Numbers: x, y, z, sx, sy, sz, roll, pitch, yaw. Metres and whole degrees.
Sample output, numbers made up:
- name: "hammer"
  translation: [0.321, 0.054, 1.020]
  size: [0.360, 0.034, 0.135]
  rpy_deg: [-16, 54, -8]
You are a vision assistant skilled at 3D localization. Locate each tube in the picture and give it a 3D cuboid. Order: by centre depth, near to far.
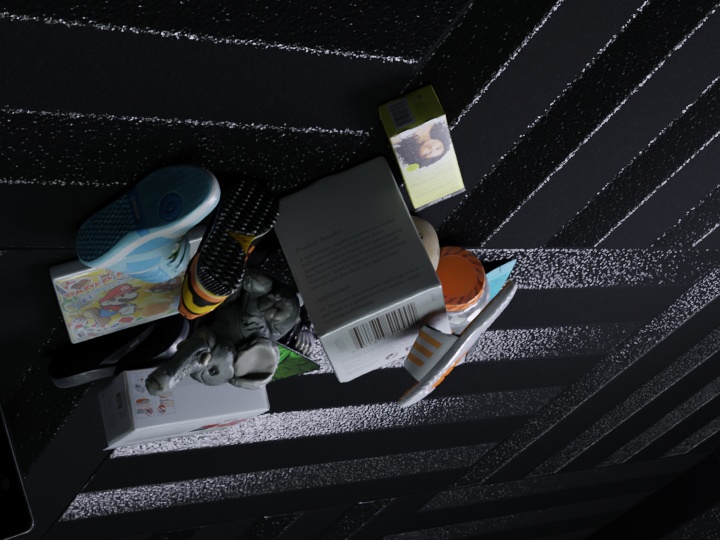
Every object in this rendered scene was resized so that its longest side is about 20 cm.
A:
- name: "tube"
  translation: [0.180, 0.055, 2.087]
  size: [0.077, 0.050, 0.201]
  rpy_deg: [-31, 161, -40]

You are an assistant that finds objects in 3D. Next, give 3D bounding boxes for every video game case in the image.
- name: "video game case"
  translation: [-0.287, 0.020, 1.679]
  size: [0.198, 0.023, 0.183]
  rpy_deg: [-16, 154, -12]

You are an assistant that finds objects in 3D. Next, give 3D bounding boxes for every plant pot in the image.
- name: "plant pot"
  translation: [-0.560, 0.305, 1.844]
  size: [0.197, 0.202, 0.178]
  rpy_deg: [-19, 168, -6]

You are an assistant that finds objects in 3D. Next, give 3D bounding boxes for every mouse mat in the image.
- name: "mouse mat"
  translation: [-0.175, 0.130, 1.882]
  size: [0.199, 0.008, 0.160]
  rpy_deg: [-20, 142, 40]

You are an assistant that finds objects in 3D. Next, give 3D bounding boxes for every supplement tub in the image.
- name: "supplement tub"
  translation: [0.127, 0.053, 1.951]
  size: [0.121, 0.124, 0.201]
  rpy_deg: [-16, 153, -11]

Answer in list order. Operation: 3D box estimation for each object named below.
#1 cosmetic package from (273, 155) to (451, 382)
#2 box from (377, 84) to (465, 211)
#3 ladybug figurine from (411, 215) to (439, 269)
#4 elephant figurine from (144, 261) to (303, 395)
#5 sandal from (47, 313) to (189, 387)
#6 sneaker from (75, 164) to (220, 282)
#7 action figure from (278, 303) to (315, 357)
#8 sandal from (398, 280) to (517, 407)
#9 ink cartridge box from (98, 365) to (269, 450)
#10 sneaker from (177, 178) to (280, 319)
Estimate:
- name: "cosmetic package"
  translation: [0.000, 0.000, 1.656]
  size: [0.163, 0.202, 0.165]
  rpy_deg: [-22, 154, -1]
- name: "box"
  translation: [0.077, -0.146, 1.609]
  size: [0.075, 0.051, 0.200]
  rpy_deg: [-23, 155, 3]
- name: "ladybug figurine"
  translation: [0.034, 0.017, 1.804]
  size: [0.135, 0.072, 0.200]
  rpy_deg: [32, 104, -37]
- name: "elephant figurine"
  translation: [-0.172, 0.092, 1.700]
  size: [0.154, 0.141, 0.201]
  rpy_deg: [31, 89, -16]
- name: "sandal"
  translation: [-0.325, 0.104, 1.763]
  size: [0.198, 0.076, 0.043]
  rpy_deg: [-20, 128, -5]
- name: "sneaker"
  translation: [-0.220, -0.052, 1.531]
  size: [0.198, 0.080, 0.130]
  rpy_deg: [-23, 154, 25]
- name: "action figure"
  translation: [-0.061, 0.089, 1.900]
  size: [0.118, 0.103, 0.199]
  rpy_deg: [21, 134, -39]
- name: "sandal"
  translation: [0.107, 0.080, 1.611]
  size: [0.207, 0.059, 0.079]
  rpy_deg: [-48, 169, 1]
- name: "ink cartridge box"
  translation: [-0.253, 0.183, 1.822]
  size: [0.198, 0.085, 0.175]
  rpy_deg: [-6, 167, -29]
- name: "sneaker"
  translation: [-0.162, -0.026, 1.534]
  size: [0.070, 0.201, 0.090]
  rpy_deg: [37, 132, -13]
